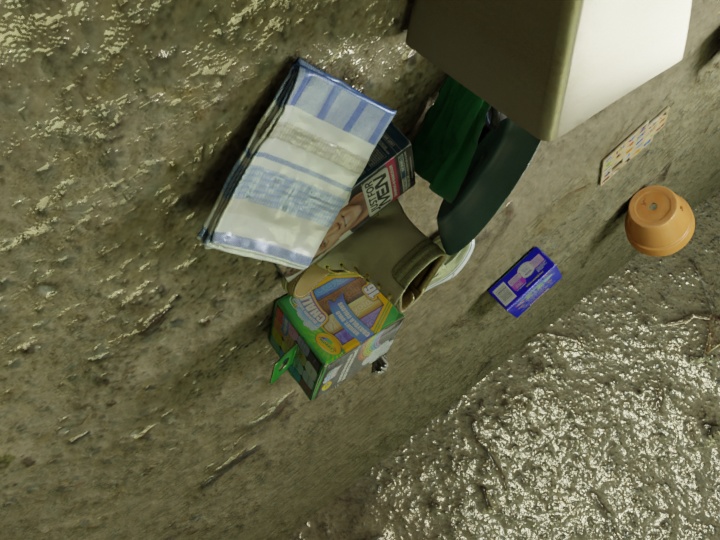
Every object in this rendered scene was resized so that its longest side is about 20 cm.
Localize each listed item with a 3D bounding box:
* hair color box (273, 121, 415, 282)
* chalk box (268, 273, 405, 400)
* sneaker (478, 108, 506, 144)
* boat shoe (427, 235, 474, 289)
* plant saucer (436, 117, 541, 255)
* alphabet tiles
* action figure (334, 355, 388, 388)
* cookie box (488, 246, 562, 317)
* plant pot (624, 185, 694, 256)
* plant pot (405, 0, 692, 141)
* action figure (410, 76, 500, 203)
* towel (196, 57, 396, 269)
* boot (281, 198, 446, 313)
[{"bbox_3d":[-0.031,-0.082,0.823,0.199,0.061,0.100,-38,159,-6],"label":"hair color box"},{"bbox_3d":[-0.056,0.096,1.058,0.199,0.124,0.125,-27,157,-29],"label":"chalk box"},{"bbox_3d":[0.171,-0.177,0.986,0.078,0.070,0.200,-34,152,-7],"label":"sneaker"},{"bbox_3d":[0.113,-0.002,1.229,0.200,0.072,0.062,-41,162,8],"label":"boat shoe"},{"bbox_3d":[0.147,-0.112,0.858,0.201,0.036,0.200,-57,-173,11],"label":"plant saucer"},{"bbox_3d":[0.633,-0.291,1.654,0.200,0.008,0.167,-42,159,3],"label":"alphabet tiles"},{"bbox_3d":[-0.021,0.148,1.243,0.118,0.103,0.200,-22,167,1],"label":"action figure"},{"bbox_3d":[0.433,0.035,1.866,0.171,0.075,0.200,-44,159,8],"label":"cookie box"},{"bbox_3d":[0.880,-0.160,2.121,0.200,0.201,0.140,-43,144,8],"label":"plant pot"},{"bbox_3d":[0.175,-0.273,0.635,0.199,0.200,0.178,-32,147,-21],"label":"plant pot"},{"bbox_3d":[0.128,-0.193,0.838,0.054,0.118,0.201,2,125,-42],"label":"action figure"},{"bbox_3d":[-0.059,-0.093,0.706,0.146,0.024,0.201,15,113,-46],"label":"towel"},{"bbox_3d":[0.000,0.000,0.909,0.200,0.155,0.072,-47,159,17],"label":"boot"}]
